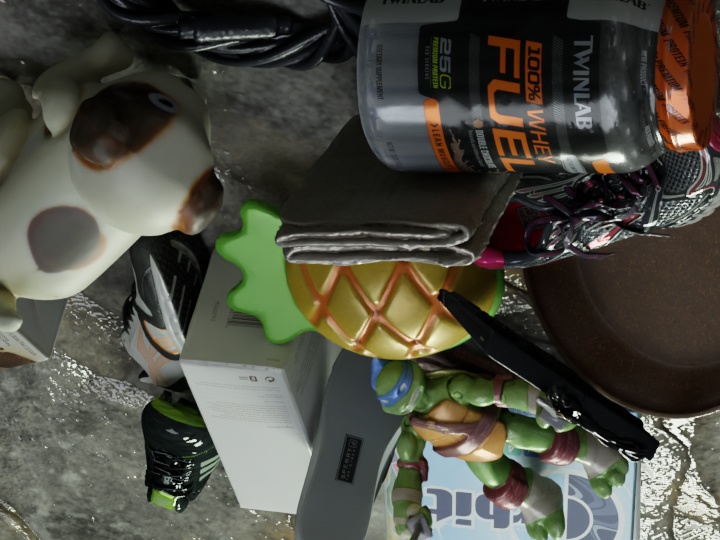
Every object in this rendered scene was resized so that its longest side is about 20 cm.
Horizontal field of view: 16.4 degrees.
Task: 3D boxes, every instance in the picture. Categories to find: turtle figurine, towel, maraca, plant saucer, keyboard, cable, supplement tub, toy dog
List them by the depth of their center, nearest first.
[{"bbox_3d":[0.106,-0.119,1.486,0.198,0.123,0.123,0,143,19],"label":"supplement tub"},{"bbox_3d":[-0.081,-0.174,1.539,0.199,0.051,0.163,32,142,-25],"label":"cable"},{"bbox_3d":[0.032,-0.052,1.554,0.131,0.200,0.035,1,116,19],"label":"towel"},{"bbox_3d":[-0.174,-0.065,1.614,0.140,0.195,0.199,45,143,-20],"label":"toy dog"},{"bbox_3d":[0.194,-0.005,1.619,0.199,0.037,0.202,16,117,34],"label":"plant saucer"},{"bbox_3d":[0.137,0.078,1.652,0.021,0.127,0.200,-50,134,9],"label":"keyboard"},{"bbox_3d":[0.000,0.000,1.700,0.198,0.107,0.138,-1,119,15],"label":"maraca"},{"bbox_3d":[0.097,0.143,1.743,0.193,0.145,0.200,25,-178,-38],"label":"turtle figurine"}]

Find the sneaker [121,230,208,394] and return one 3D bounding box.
[{"bbox_3d":[-0.147,0.033,1.838,0.079,0.074,0.201,6,145,15],"label":"sneaker"}]

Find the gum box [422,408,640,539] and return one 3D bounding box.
[{"bbox_3d":[0.123,0.172,1.887,0.168,0.045,0.201,5,121,8],"label":"gum box"}]

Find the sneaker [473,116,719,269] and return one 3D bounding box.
[{"bbox_3d":[0.150,-0.044,1.566,0.199,0.074,0.081,-28,88,42],"label":"sneaker"}]

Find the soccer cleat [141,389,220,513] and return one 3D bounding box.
[{"bbox_3d":[-0.137,0.143,1.922,0.067,0.082,0.200,21,171,5],"label":"soccer cleat"}]

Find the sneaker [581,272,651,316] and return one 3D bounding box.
[{"bbox_3d":[0.222,0.050,1.675,0.199,0.117,0.075,-18,166,38],"label":"sneaker"}]

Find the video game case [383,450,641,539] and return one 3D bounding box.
[{"bbox_3d":[0.117,0.191,1.938,0.198,0.023,0.183,3,120,10],"label":"video game case"}]

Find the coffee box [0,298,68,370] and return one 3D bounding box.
[{"bbox_3d":[-0.332,0.024,1.883,0.199,0.080,0.113,-13,138,33],"label":"coffee box"}]

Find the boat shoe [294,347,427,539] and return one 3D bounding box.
[{"bbox_3d":[-0.006,0.126,1.812,0.068,0.201,0.057,21,157,-3],"label":"boat shoe"}]

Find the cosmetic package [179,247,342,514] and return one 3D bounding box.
[{"bbox_3d":[-0.061,0.085,1.850,0.084,0.108,0.201,5,143,15],"label":"cosmetic package"}]
